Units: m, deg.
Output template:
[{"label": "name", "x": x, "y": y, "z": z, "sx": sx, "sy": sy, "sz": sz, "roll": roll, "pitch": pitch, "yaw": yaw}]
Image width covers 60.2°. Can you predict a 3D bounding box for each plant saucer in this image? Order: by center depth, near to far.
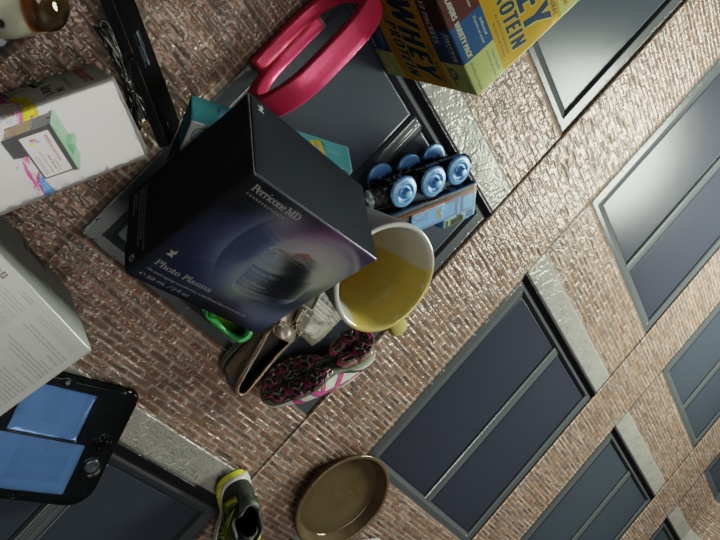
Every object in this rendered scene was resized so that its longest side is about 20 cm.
[{"label": "plant saucer", "x": -0.035, "y": 0.420, "z": 1.142, "sx": 0.197, "sy": 0.029, "sz": 0.203, "roll": -14, "pitch": 119, "yaw": -27}]

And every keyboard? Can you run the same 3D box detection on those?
[{"label": "keyboard", "x": -0.241, "y": -0.225, "z": 0.649, "sx": 0.020, "sy": 0.128, "sz": 0.202, "roll": -12, "pitch": 122, "yaw": 4}]

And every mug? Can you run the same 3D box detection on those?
[{"label": "mug", "x": -0.006, "y": -0.004, "z": 0.842, "sx": 0.147, "sy": 0.153, "sz": 0.189, "roll": -7, "pitch": 118, "yaw": -31}]

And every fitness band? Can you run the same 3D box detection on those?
[{"label": "fitness band", "x": -0.059, "y": -0.260, "z": 0.731, "sx": 0.200, "sy": 0.143, "sz": 0.037, "roll": -48, "pitch": 130, "yaw": -5}]

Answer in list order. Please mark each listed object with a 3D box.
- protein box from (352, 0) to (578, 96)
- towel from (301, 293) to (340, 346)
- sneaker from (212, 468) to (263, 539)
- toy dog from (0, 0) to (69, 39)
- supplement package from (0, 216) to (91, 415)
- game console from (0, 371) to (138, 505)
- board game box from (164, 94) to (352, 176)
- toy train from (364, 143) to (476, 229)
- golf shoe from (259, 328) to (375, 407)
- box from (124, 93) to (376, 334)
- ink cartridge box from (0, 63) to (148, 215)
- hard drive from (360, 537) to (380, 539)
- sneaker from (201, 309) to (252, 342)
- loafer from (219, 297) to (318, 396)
[{"label": "protein box", "x": 0.126, "y": -0.349, "z": 0.776, "sx": 0.198, "sy": 0.200, "sz": 0.135, "roll": -43, "pitch": 128, "yaw": -8}, {"label": "towel", "x": -0.058, "y": -0.004, "z": 0.924, "sx": 0.193, "sy": 0.034, "sz": 0.200, "roll": -47, "pitch": 129, "yaw": -6}, {"label": "sneaker", "x": -0.195, "y": 0.423, "z": 1.001, "sx": 0.073, "sy": 0.084, "sz": 0.203, "roll": -14, "pitch": 119, "yaw": -26}, {"label": "toy dog", "x": -0.329, "y": -0.314, "z": 0.552, "sx": 0.194, "sy": 0.137, "sz": 0.203, "roll": -39, "pitch": 137, "yaw": -60}, {"label": "supplement package", "x": -0.420, "y": 0.061, "z": 0.640, "sx": 0.199, "sy": 0.150, "sz": 0.153, "roll": -37, "pitch": 128, "yaw": -13}, {"label": "game console", "x": -0.410, "y": 0.211, "z": 0.795, "sx": 0.199, "sy": 0.031, "sz": 0.179, "roll": 26, "pitch": 96, "yaw": -39}, {"label": "board game box", "x": -0.132, "y": -0.110, "z": 0.755, "sx": 0.197, "sy": 0.047, "sz": 0.151, "roll": 12, "pitch": 137, "yaw": -28}, {"label": "toy train", "x": 0.090, "y": -0.113, "z": 0.935, "sx": 0.198, "sy": 0.086, "sz": 0.116, "roll": -24, "pitch": 128, "yaw": -27}, {"label": "golf shoe", "x": -0.061, "y": 0.169, "z": 0.977, "sx": 0.198, "sy": 0.073, "sz": 0.093, "roll": -24, "pitch": 142, "yaw": -17}, {"label": "box", "x": -0.120, "y": -0.049, "z": 0.695, "sx": 0.197, "sy": 0.125, "sz": 0.199, "roll": -32, "pitch": 140, "yaw": 24}, {"label": "ink cartridge box", "x": -0.330, "y": -0.128, "z": 0.613, "sx": 0.198, "sy": 0.144, "sz": 0.085, "roll": -27, "pitch": 123, "yaw": -20}, {"label": "hard drive", "x": -0.058, "y": 0.591, "z": 1.209, "sx": 0.198, "sy": 0.026, "sz": 0.134, "roll": 11, "pitch": 105, "yaw": -37}, {"label": "sneaker", "x": -0.190, "y": 0.013, "z": 0.812, "sx": 0.074, "sy": 0.083, "sz": 0.201, "roll": -36, "pitch": 126, "yaw": -13}, {"label": "loafer", "x": -0.120, "y": 0.096, "z": 0.887, "sx": 0.200, "sy": 0.063, "sz": 0.072, "roll": -47, "pitch": 135, "yaw": 11}]
